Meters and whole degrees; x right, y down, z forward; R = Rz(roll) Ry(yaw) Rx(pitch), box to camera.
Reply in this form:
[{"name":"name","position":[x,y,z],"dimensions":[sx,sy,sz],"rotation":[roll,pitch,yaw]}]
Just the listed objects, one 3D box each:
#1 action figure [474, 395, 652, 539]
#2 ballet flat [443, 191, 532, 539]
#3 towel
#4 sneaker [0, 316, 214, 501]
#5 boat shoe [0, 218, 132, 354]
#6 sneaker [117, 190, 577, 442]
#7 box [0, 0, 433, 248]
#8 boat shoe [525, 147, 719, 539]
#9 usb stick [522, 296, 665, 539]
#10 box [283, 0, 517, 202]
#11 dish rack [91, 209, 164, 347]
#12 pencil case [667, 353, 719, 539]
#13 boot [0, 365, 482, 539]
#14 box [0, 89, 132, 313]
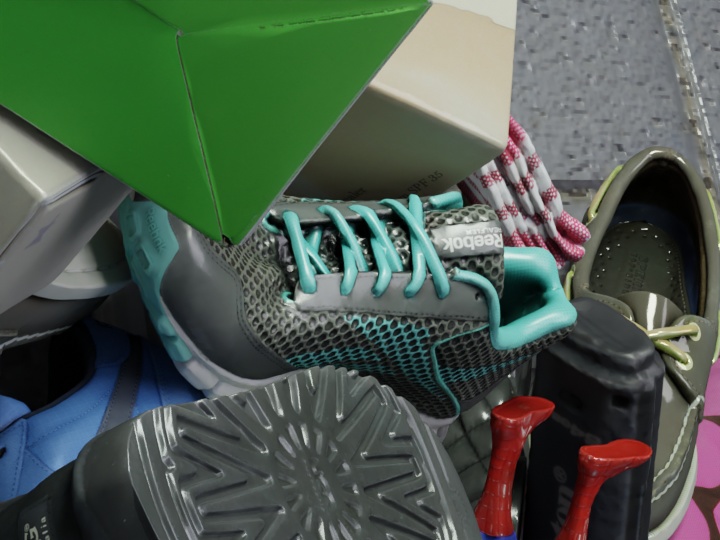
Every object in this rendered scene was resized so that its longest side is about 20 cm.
[{"name":"action figure","position":[0.070,0.145,1.001],"dimensions":[0.099,0.065,0.201],"rotation":[-7,115,-51]},{"name":"ballet flat","position":[0.038,0.039,1.080],"dimensions":[0.067,0.056,0.201],"rotation":[91,4,-47]},{"name":"towel","position":[0.019,-0.105,1.050],"dimensions":[0.201,0.030,0.146],"rotation":[64,-3,-30]},{"name":"sneaker","position":[-0.101,0.092,0.829],"dimensions":[0.078,0.066,0.201],"rotation":[38,44,-12]},{"name":"boat shoe","position":[-0.140,0.000,0.806],"dimensions":[0.072,0.060,0.201],"rotation":[45,20,23]},{"name":"sneaker","position":[0.000,0.000,0.900],"dimensions":[0.200,0.091,0.078],"rotation":[21,44,-57]},{"name":"box","position":[-0.080,-0.131,0.734],"dimensions":[0.199,0.097,0.177],"rotation":[33,31,-15]},{"name":"boat shoe","position":[0.111,0.029,1.154],"dimensions":[0.202,0.072,0.061],"rotation":[-77,-179,-49]},{"name":"usb stick","position":[0.081,0.104,1.030],"dimensions":[0.032,0.055,0.201],"rotation":[-20,128,-31]},{"name":"box","position":[-0.054,-0.089,0.900],"dimensions":[0.199,0.095,0.078],"rotation":[22,57,-28]},{"name":"dish rack","position":[-0.035,-0.037,1.008],"dimensions":[0.171,0.043,0.201],"rotation":[14,63,-54]},{"name":"pencil case","position":[0.150,0.120,1.183],"dimensions":[0.093,0.091,0.200],"rotation":[28,42,1]},{"name":"boot","position":[-0.088,0.091,0.710],"dimensions":[0.164,0.199,0.066],"rotation":[12,55,-58]},{"name":"box","position":[-0.150,-0.076,0.740],"dimensions":[0.200,0.068,0.082],"rotation":[46,28,5]}]
